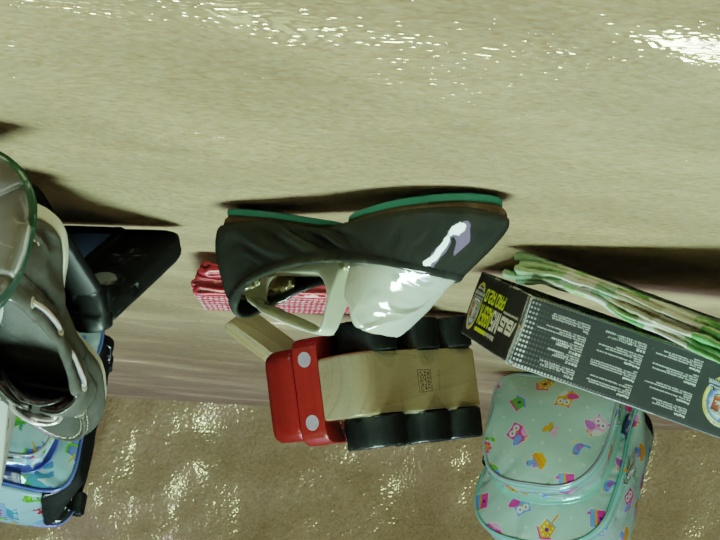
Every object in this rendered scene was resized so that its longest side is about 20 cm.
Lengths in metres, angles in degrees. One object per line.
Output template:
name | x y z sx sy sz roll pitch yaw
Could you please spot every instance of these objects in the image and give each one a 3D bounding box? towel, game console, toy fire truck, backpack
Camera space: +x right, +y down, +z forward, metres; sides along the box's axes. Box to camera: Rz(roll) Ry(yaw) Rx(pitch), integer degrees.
towel | 0.197 0.036 1.272 0.199 0.024 0.152 21 -176 33
game console | -0.226 -0.032 1.238 0.198 0.117 0.176 3 -156 20
toy fire truck | -0.028 0.080 1.698 0.199 0.130 0.176 -11 174 32
backpack | 0.208 0.211 2.290 0.174 0.201 0.153 4 158 22
towel | -0.043 0.015 1.513 0.143 0.023 0.200 3 176 -2
backpack | -0.317 0.100 1.795 0.198 0.184 0.147 7 151 2

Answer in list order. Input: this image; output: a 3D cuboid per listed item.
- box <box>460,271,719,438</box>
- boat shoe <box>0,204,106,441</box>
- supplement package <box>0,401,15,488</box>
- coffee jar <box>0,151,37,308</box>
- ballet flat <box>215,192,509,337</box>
box | 0.171 0.058 1.335 0.199 0.045 0.160 19 -177 -9
boat shoe | -0.181 0.043 1.176 0.066 0.057 0.201 10 143 10
supplement package | -0.295 0.054 1.399 0.154 0.112 0.200 5 -168 -7
coffee jar | -0.228 -0.017 1.044 0.104 0.086 0.200 20 168 -21
ballet flat | 0.000 0.000 1.134 0.068 0.069 0.199 10 171 -41
